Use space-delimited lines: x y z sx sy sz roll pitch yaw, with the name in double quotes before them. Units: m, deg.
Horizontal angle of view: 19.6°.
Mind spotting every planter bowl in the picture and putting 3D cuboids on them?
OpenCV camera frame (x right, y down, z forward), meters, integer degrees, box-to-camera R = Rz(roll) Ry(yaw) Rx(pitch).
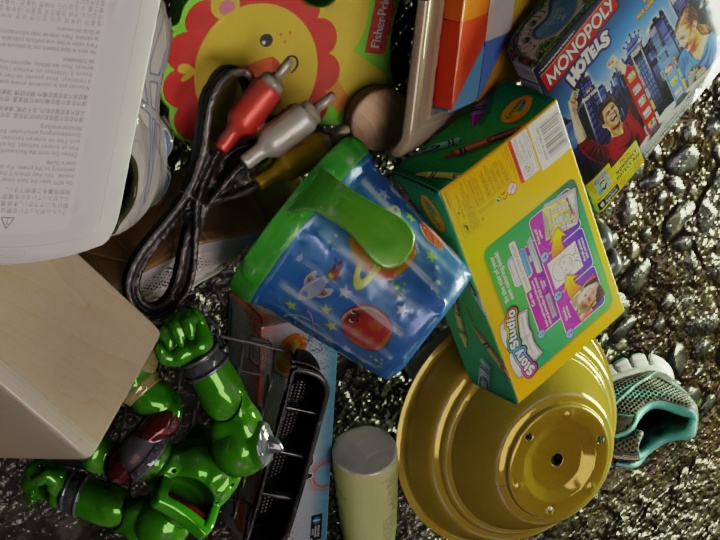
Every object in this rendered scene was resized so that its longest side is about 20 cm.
"planter bowl" 0.133 0.133 1.606 0.199 0.083 0.202 -9 110 -26

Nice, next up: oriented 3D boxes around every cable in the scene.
"cable" -0.099 -0.060 1.411 0.200 0.050 0.097 -50 115 -14

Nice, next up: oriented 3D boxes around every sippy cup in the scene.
"sippy cup" 0.000 0.000 1.436 0.130 0.178 0.140 39 110 2

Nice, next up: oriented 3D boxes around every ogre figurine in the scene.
"ogre figurine" -0.139 0.125 1.434 0.120 0.098 0.200 43 99 -6

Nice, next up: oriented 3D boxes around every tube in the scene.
"tube" 0.006 0.208 1.640 0.058 0.052 0.201 -35 142 -28

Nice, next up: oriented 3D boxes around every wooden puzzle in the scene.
"wooden puzzle" 0.090 -0.188 1.484 0.185 0.037 0.201 -29 135 -56

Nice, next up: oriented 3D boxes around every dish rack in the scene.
"dish rack" -0.132 0.108 1.505 0.198 0.055 0.154 13 114 -7

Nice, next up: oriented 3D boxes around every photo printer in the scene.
"photo printer" -0.209 -0.100 1.230 0.165 0.069 0.201 1 113 -30

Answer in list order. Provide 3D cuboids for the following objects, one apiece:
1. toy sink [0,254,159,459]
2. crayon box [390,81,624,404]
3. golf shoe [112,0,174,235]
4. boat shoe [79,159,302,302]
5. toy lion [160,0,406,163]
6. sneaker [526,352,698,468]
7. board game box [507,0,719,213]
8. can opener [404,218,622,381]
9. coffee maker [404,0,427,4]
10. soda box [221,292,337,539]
"toy sink" -0.254 0.044 1.392 0.130 0.199 0.113 45 59 -30
"crayon box" 0.109 -0.018 1.508 0.119 0.058 0.201 -38 126 -23
"golf shoe" -0.165 -0.118 1.380 0.078 0.097 0.201 -4 118 9
"boat shoe" -0.129 -0.020 1.485 0.199 0.071 0.070 -25 150 -26
"toy lion" -0.050 -0.168 1.459 0.190 0.069 0.201 5 111 -23
"sneaker" 0.193 0.132 1.722 0.199 0.091 0.078 -22 122 -19
"board game box" 0.182 -0.185 1.540 0.200 0.061 0.200 -48 132 -21
"can opener" 0.123 0.034 1.647 0.199 0.067 0.054 -30 126 -6
"coffee maker" -0.064 -0.269 1.314 0.199 0.193 0.135 -4 132 -26
"soda box" -0.062 0.112 1.584 0.068 0.064 0.202 -9 118 -26
